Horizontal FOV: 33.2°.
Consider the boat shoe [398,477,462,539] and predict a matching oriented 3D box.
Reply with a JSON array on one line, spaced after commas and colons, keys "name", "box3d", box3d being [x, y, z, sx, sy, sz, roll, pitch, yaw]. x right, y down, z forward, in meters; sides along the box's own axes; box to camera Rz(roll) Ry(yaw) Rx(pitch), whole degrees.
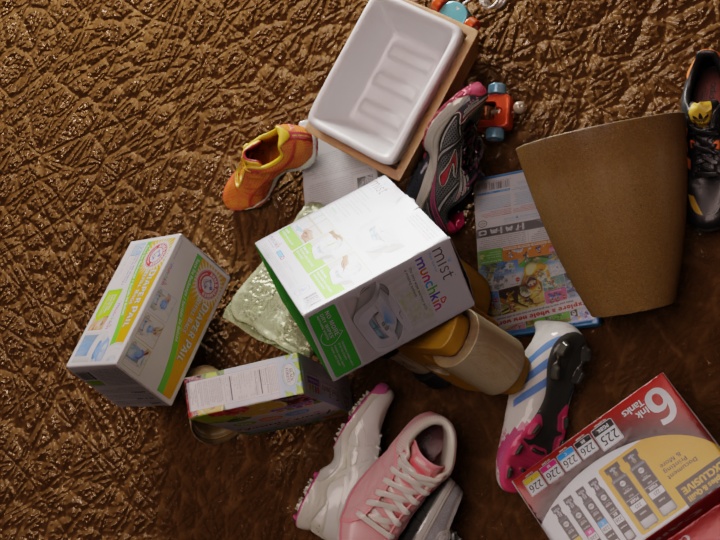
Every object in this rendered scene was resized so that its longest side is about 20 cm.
[{"name": "boat shoe", "box3d": [0.074, 0.335, 1.379, 0.064, 0.074, 0.203, 23, 84, -6]}]

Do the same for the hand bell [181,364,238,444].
[{"name": "hand bell", "box3d": [-0.228, 0.132, 1.590, 0.200, 0.104, 0.104, 35, 94, 43]}]

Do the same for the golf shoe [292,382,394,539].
[{"name": "golf shoe", "box3d": [0.000, 0.234, 1.448, 0.091, 0.075, 0.201, 29, 89, 8]}]

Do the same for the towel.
[{"name": "towel", "box3d": [-0.060, 0.010, 1.453, 0.148, 0.037, 0.200, 24, 63, 29]}]

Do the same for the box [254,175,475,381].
[{"name": "box", "box3d": [0.000, 0.000, 1.321, 0.176, 0.097, 0.200, -28, 30, -8]}]

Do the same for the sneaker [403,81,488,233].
[{"name": "sneaker", "box3d": [0.117, -0.135, 1.442, 0.075, 0.081, 0.201, 35, 134, 21]}]

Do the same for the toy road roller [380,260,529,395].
[{"name": "toy road roller", "box3d": [0.106, 0.052, 1.376, 0.200, 0.123, 0.147, 4, 67, 55]}]

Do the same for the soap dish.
[{"name": "soap dish", "box3d": [0.042, -0.224, 1.473, 0.157, 0.081, 0.201, 30, 94, 29]}]

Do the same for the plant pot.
[{"name": "plant pot", "box3d": [0.281, -0.056, 1.323, 0.185, 0.186, 0.201, -11, 91, 24]}]

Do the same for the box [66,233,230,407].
[{"name": "box", "box3d": [-0.270, 0.064, 1.556, 0.112, 0.101, 0.201, -7, 50, 42]}]

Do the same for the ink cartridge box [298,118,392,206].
[{"name": "ink cartridge box", "box3d": [-0.016, -0.106, 1.550, 0.108, 0.050, 0.201, -12, 72, 24]}]

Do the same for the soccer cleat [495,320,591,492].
[{"name": "soccer cleat", "box3d": [0.197, 0.151, 1.368, 0.086, 0.070, 0.201, 34, 104, 61]}]

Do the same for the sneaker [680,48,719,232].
[{"name": "sneaker", "box3d": [0.377, -0.146, 1.332, 0.070, 0.090, 0.201, 1, 77, 27]}]

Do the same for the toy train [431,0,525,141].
[{"name": "toy train", "box3d": [0.139, -0.251, 1.508, 0.149, 0.056, 0.201, -4, 78, 25]}]

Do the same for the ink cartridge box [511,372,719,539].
[{"name": "ink cartridge box", "box3d": [0.294, 0.241, 1.266, 0.200, 0.084, 0.176, -38, 63, 7]}]

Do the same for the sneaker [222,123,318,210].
[{"name": "sneaker", "box3d": [-0.134, -0.140, 1.577, 0.200, 0.077, 0.073, -37, 54, 47]}]

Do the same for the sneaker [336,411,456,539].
[{"name": "sneaker", "box3d": [0.043, 0.244, 1.366, 0.075, 0.105, 0.201, 35, 77, -1]}]

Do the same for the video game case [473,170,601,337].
[{"name": "video game case", "box3d": [0.207, -0.024, 1.430, 0.142, 0.018, 0.201, -9, 72, 24]}]

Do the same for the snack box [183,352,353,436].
[{"name": "snack box", "box3d": [-0.103, 0.150, 1.425, 0.141, 0.200, 0.053, -12, 74, 13]}]
